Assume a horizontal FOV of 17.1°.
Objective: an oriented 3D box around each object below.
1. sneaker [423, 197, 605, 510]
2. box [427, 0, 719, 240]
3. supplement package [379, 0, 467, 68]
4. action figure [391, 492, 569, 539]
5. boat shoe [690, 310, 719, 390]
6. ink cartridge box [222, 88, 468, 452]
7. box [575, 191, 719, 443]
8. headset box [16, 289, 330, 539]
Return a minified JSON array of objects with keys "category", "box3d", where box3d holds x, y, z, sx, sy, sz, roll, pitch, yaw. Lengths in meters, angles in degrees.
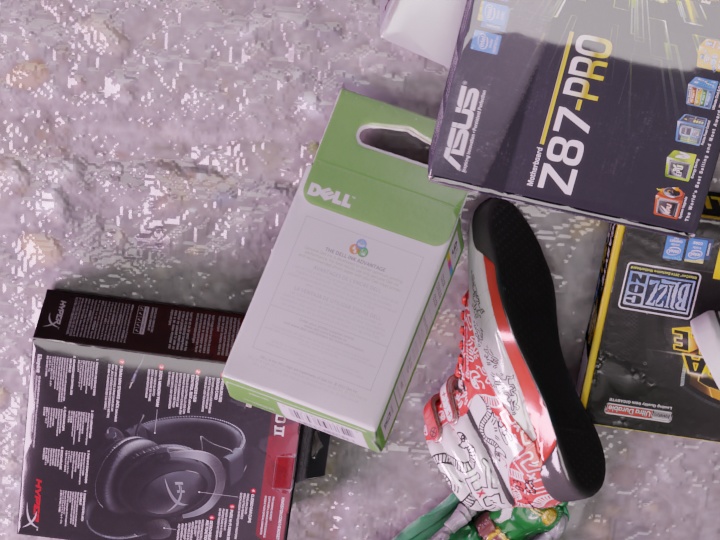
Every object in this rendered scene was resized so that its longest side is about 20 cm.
[{"category":"sneaker","box3d":[0.079,0.060,1.553,0.107,0.067,0.203,-15,97,37]},{"category":"box","box3d":[0.136,-0.130,1.343,0.160,0.049,0.201,13,114,-3]},{"category":"supplement package","box3d":[0.121,-0.167,1.417,0.199,0.117,0.118,22,115,-10]},{"category":"action figure","box3d":[0.075,0.192,1.630,0.118,0.055,0.200,43,105,-15]},{"category":"boat shoe","box3d":[0.282,0.087,1.515,0.063,0.071,0.200,-35,119,18]},{"category":"ink cartridge box","box3d":[0.000,0.000,1.494,0.103,0.059,0.201,19,76,11]},{"category":"box","box3d":[0.249,0.034,1.551,0.198,0.049,0.161,9,114,-3]},{"category":"headset box","box3d":[-0.119,0.105,1.575,0.198,0.077,0.150,6,116,-3]}]
